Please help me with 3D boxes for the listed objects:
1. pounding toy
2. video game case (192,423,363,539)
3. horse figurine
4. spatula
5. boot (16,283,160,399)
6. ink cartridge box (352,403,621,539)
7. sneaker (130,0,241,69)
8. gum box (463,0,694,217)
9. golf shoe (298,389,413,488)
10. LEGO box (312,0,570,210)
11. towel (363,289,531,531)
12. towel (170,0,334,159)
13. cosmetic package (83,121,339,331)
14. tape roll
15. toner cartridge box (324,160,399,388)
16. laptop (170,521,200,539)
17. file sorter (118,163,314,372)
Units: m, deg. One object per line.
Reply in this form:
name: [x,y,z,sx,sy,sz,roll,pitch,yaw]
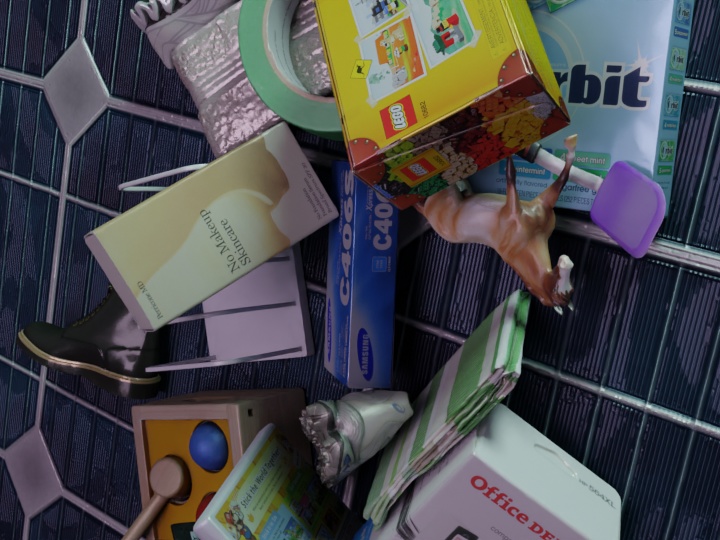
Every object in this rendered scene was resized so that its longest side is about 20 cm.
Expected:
pounding toy: [-0.167,0.224,1.049,0.200,0.142,0.184,-7,90,37]
video game case: [-0.050,0.241,0.895,0.023,0.200,0.182,-40,94,17]
horse figurine: [0.098,-0.059,0.821,0.200,0.050,0.133,21,123,37]
spatula: [0.153,-0.084,0.799,0.200,0.021,0.057,38,121,29]
boot: [-0.305,0.054,1.191,0.200,0.077,0.138,16,100,22]
ink cartridge box: [0.097,0.228,0.853,0.146,0.084,0.200,36,119,-3]
sneaker: [-0.146,-0.269,1.044,0.200,0.075,0.081,-17,98,39]
gum box: [0.171,-0.151,0.821,0.170,0.045,0.200,11,102,37]
golf shoe: [-0.001,0.148,0.936,0.200,0.097,0.078,129,121,-77]
LEGO box: [0.054,-0.172,0.782,0.149,0.077,0.200,-26,59,23]
towel: [0.075,0.114,0.864,0.023,0.153,0.200,34,118,-4]
towel: [-0.082,-0.204,0.983,0.200,0.034,0.133,-29,74,17]
cosmetic package: [-0.132,-0.039,0.915,0.105,0.200,0.071,58,160,-9]
tape roll: [-0.011,-0.218,0.915,0.200,0.048,0.201,-2,85,20]
toner cartridge box: [0.000,0.000,0.936,0.095,0.043,0.200,-156,67,-74]
laptop: [-0.068,0.321,0.910,0.103,0.200,0.177,-23,49,-2]
file sorter: [-0.150,-0.001,1.029,0.139,0.124,0.200,-9,89,38]
